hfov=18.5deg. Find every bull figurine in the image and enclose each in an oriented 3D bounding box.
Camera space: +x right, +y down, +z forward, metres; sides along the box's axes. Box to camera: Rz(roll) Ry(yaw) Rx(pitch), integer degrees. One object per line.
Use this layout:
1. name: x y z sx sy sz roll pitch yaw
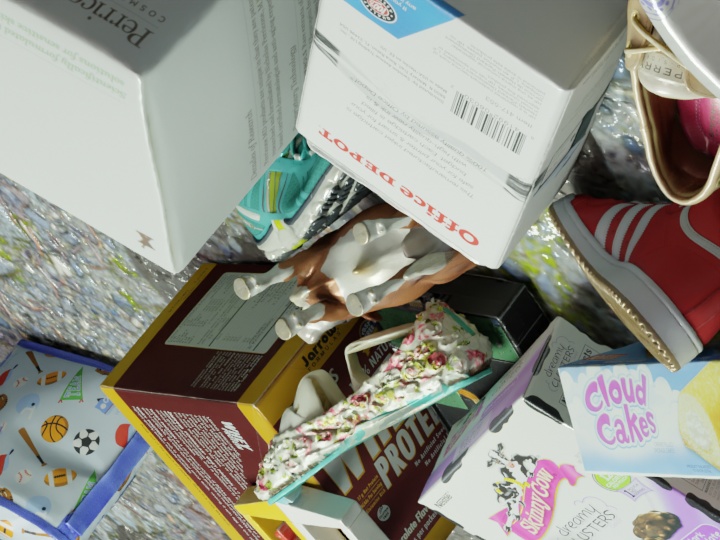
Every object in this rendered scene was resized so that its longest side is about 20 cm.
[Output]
1. bull figurine: 0.000 0.000 1.388 0.200 0.121 0.065 -30 85 44

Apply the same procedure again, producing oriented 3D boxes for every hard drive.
1. hard drive: 0.097 0.080 1.494 0.140 0.038 0.200 8 141 48

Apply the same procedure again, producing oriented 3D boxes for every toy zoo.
1. toy zoo: -0.008 0.208 1.553 0.131 0.020 0.200 -1 134 54

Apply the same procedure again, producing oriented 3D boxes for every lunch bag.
1. lunch bag: -0.271 0.168 1.973 0.200 0.170 0.124 8 143 47

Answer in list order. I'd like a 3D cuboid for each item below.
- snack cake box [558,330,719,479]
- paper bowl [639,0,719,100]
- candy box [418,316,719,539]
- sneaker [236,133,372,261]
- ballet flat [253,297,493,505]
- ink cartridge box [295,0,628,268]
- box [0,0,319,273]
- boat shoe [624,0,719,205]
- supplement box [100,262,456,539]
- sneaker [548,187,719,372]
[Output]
1. snack cake box: 0.213 0.066 1.198 0.200 0.115 0.067 -8 97 62
2. paper bowl: 0.213 -0.139 0.901 0.201 0.104 0.201 30 154 17
3. candy box: 0.162 0.140 1.404 0.200 0.072 0.168 31 144 -4
4. sneaker: -0.039 -0.063 1.405 0.080 0.077 0.200 53 152 -2
5. ballet flat: 0.000 0.082 1.439 0.200 0.076 0.064 -33 86 24
6. ink cartridge box: 0.053 -0.109 1.184 0.146 0.086 0.200 35 156 9
7. box: -0.143 -0.148 1.282 0.199 0.171 0.200 30 153 19
8. boat shoe: 0.162 -0.107 1.062 0.074 0.069 0.200 22 150 32
9. supplement box: -0.042 0.110 1.617 0.200 0.133 0.197 2 136 52
10. sneaker: 0.176 -0.021 1.204 0.071 0.112 0.200 51 -177 -22
